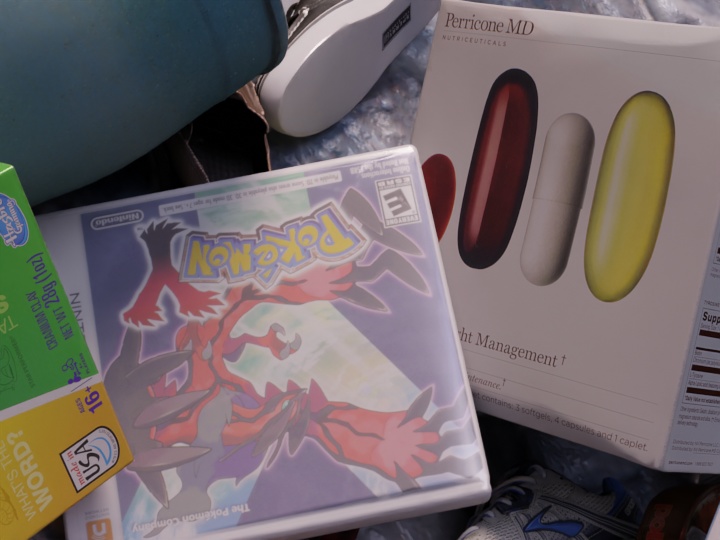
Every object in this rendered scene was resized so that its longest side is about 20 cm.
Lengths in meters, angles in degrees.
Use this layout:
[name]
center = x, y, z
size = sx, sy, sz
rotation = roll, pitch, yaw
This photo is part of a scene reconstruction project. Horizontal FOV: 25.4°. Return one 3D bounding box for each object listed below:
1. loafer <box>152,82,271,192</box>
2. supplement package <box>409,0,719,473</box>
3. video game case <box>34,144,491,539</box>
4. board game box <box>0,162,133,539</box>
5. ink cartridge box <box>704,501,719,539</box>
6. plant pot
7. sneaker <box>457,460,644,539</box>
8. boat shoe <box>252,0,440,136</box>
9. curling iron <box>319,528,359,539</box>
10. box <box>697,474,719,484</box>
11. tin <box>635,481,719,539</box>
[loafer]
center = -0.078, -0.085, 0.873
size = 0.073, 0.071, 0.201
rotation = -2, 63, -34
[supplement package]
center = 0.131, -0.018, 0.812
size = 0.147, 0.191, 0.201
rotation = 10, 93, -49
[video game case]
center = -0.052, 0.041, 0.768
size = 0.199, 0.023, 0.183
rotation = -11, 69, -2
[board game box]
center = -0.202, 0.068, 0.646
size = 0.200, 0.040, 0.154
rotation = -37, 121, -33
[ink cartridge box]
center = 0.237, 0.183, 0.789
size = 0.200, 0.067, 0.116
rotation = 25, 85, -44
[plant pot]
center = -0.168, -0.117, 0.748
size = 0.188, 0.200, 0.200
rotation = -43, 88, -16
[sneaker]
center = 0.080, 0.147, 0.838
size = 0.199, 0.077, 0.086
rotation = 4, 53, -41
[boat shoe]
center = -0.012, -0.147, 0.968
size = 0.056, 0.069, 0.200
rotation = 23, 45, 21
[curling iron]
center = -0.011, 0.149, 0.788
size = 0.026, 0.049, 0.200
rotation = 55, 51, -28
[box]
center = 0.312, 0.111, 0.922
size = 0.199, 0.113, 0.102
rotation = 16, 73, -2
[tin]
center = 0.202, 0.194, 0.849
size = 0.200, 0.042, 0.112
rotation = 49, 46, -33
